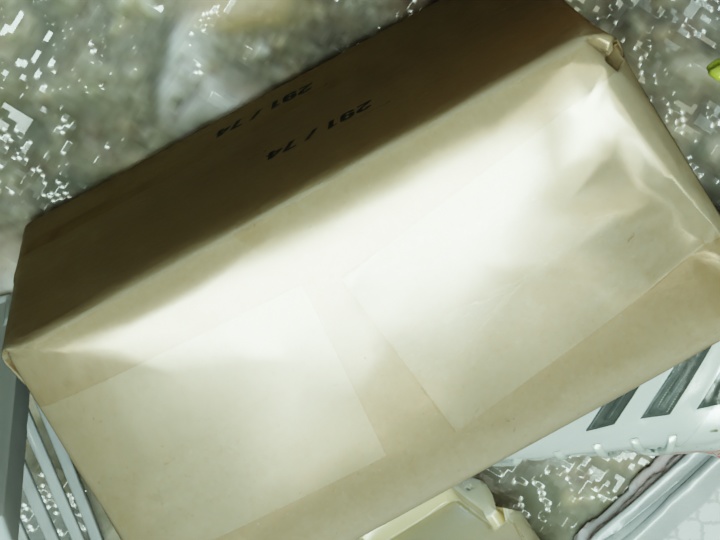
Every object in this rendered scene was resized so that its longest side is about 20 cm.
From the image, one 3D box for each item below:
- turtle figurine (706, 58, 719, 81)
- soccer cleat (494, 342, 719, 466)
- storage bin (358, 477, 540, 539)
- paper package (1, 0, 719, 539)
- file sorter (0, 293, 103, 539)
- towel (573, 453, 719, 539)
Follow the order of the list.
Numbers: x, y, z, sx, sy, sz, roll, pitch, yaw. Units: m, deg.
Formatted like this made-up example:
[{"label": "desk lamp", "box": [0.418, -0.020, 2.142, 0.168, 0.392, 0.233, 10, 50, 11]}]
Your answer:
[{"label": "turtle figurine", "box": [0.167, -0.125, 0.843, 0.200, 0.064, 0.162, 25, 108, 18]}, {"label": "soccer cleat", "box": [0.092, 0.039, 0.916, 0.200, 0.069, 0.085, -30, 96, 7]}, {"label": "storage bin", "box": [0.021, 0.207, 0.952, 0.198, 0.094, 0.200, -33, 105, 4]}, {"label": "paper package", "box": [0.000, 0.000, 0.839, 0.200, 0.191, 0.104, -29, 104, 3]}, {"label": "file sorter", "box": [-0.155, 0.113, 0.856, 0.138, 0.200, 0.125, -19, 108, 1]}, {"label": "towel", "box": [0.207, 0.100, 0.968, 0.191, 0.032, 0.200, 43, 99, -14]}]
